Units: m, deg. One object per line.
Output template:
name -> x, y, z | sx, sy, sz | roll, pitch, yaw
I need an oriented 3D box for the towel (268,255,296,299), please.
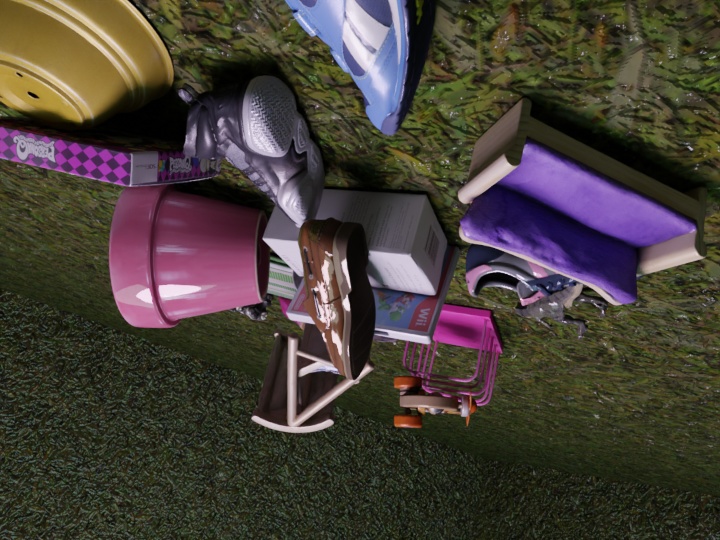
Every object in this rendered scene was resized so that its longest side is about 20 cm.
towel -> -0.145, 0.015, 1.046 | 0.150, 0.024, 0.200 | 13, 162, 12

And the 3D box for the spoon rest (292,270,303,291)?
spoon rest -> 0.000, 0.000, 0.803 | 0.197, 0.101, 0.061 | 0, 150, 4

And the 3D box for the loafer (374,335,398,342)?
loafer -> 0.000, 0.102, 1.048 | 0.063, 0.072, 0.199 | 40, 162, -26

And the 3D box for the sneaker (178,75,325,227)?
sneaker -> -0.108, -0.119, 0.580 | 0.112, 0.076, 0.201 | 11, 154, 17

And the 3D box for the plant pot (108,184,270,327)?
plant pot -> -0.222, -0.020, 0.786 | 0.176, 0.203, 0.200 | 1, 160, -1

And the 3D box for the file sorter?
file sorter -> 0.167, 0.154, 1.010 | 0.137, 0.127, 0.200 | 7, 159, 23

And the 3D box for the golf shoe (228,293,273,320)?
golf shoe -> -0.259, 0.047, 1.148 | 0.087, 0.078, 0.200 | 15, 161, 25

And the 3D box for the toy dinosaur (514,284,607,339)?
toy dinosaur -> 0.276, 0.046, 0.755 | 0.087, 0.048, 0.200 | 24, 157, -1

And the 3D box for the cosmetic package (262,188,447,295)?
cosmetic package -> -0.005, -0.038, 0.695 | 0.197, 0.082, 0.113 | 5, 156, 27

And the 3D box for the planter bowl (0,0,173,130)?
planter bowl -> -0.281, -0.188, 0.512 | 0.198, 0.084, 0.201 | 15, 160, 6

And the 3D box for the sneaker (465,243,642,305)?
sneaker -> 0.214, 0.005, 0.633 | 0.197, 0.083, 0.070 | 6, 158, 28

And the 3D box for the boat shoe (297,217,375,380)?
boat shoe -> -0.027, 0.032, 0.639 | 0.067, 0.072, 0.203 | 10, 121, 22

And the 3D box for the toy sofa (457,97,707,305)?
toy sofa -> 0.188, -0.050, 0.483 | 0.198, 0.099, 0.083 | 22, 160, -12

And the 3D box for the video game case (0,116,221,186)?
video game case -> -0.277, -0.130, 0.602 | 0.197, 0.036, 0.181 | 13, -165, 10

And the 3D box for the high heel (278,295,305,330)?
high heel -> -0.094, 0.101, 1.211 | 0.096, 0.068, 0.199 | 44, -166, 33

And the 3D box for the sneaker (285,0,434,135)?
sneaker -> 0.000, -0.170, 0.356 | 0.081, 0.075, 0.201 | 12, 153, 16

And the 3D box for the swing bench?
swing bench -> -0.070, 0.125, 0.903 | 0.128, 0.200, 0.201 | 21, 126, -11

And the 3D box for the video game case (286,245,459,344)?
video game case -> 0.016, 0.017, 0.737 | 0.197, 0.144, 0.018 | 7, 143, 25

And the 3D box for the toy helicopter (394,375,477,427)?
toy helicopter -> 0.148, 0.226, 0.957 | 0.131, 0.080, 0.199 | -9, 160, 30
